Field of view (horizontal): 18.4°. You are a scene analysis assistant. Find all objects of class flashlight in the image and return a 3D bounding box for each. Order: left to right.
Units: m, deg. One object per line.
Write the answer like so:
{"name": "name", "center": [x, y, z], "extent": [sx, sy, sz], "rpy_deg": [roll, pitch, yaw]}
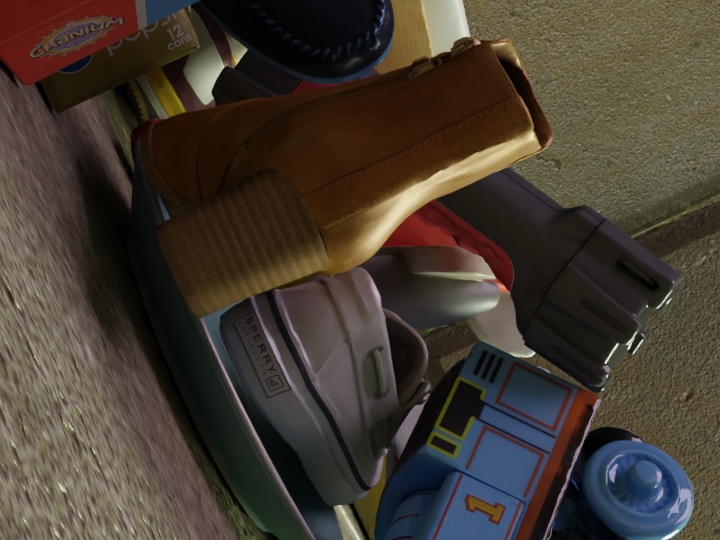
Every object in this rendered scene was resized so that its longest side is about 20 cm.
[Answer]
{"name": "flashlight", "center": [0.030, -0.026, 0.909], "extent": [0.200, 0.068, 0.068], "rpy_deg": [38, -10, 11]}

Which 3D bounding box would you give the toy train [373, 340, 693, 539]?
{"name": "toy train", "center": [0.052, 0.125, 0.853], "extent": [0.087, 0.114, 0.200], "rpy_deg": [110, 6, -47]}

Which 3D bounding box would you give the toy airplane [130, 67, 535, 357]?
{"name": "toy airplane", "center": [0.000, 0.000, 1.058], "extent": [0.199, 0.141, 0.200], "rpy_deg": [20, -10, 27]}

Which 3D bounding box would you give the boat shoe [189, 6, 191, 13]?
{"name": "boat shoe", "center": [-0.135, -0.196, 1.121], "extent": [0.065, 0.072, 0.200], "rpy_deg": [65, 7, -56]}

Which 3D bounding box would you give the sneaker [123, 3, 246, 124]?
{"name": "sneaker", "center": [-0.078, -0.109, 1.209], "extent": [0.200, 0.090, 0.075], "rpy_deg": [-85, 150, -86]}

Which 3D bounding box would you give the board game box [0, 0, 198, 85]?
{"name": "board game box", "center": [-0.096, -0.189, 0.813], "extent": [0.200, 0.153, 0.040], "rpy_deg": [65, 3, 18]}

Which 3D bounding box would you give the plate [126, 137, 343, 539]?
{"name": "plate", "center": [-0.056, 0.041, 0.909], "extent": [0.200, 0.026, 0.200], "rpy_deg": [-25, 90, -89]}

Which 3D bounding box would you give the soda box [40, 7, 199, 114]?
{"name": "soda box", "center": [-0.117, -0.140, 0.928], "extent": [0.200, 0.064, 0.068], "rpy_deg": [-113, 177, -64]}

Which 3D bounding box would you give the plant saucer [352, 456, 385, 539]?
{"name": "plant saucer", "center": [0.011, 0.119, 1.438], "extent": [0.200, 0.048, 0.200], "rpy_deg": [-97, 162, -82]}

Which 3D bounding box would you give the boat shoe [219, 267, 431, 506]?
{"name": "boat shoe", "center": [-0.001, 0.049, 0.911], "extent": [0.200, 0.067, 0.074], "rpy_deg": [57, 8, -76]}

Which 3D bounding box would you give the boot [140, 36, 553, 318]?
{"name": "boot", "center": [-0.004, -0.043, 0.824], "extent": [0.201, 0.144, 0.071], "rpy_deg": [-116, -179, -76]}

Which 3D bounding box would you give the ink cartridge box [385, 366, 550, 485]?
{"name": "ink cartridge box", "center": [0.068, 0.166, 1.019], "extent": [0.200, 0.085, 0.145], "rpy_deg": [92, -19, -45]}

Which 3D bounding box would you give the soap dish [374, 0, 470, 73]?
{"name": "soap dish", "center": [0.008, -0.115, 1.165], "extent": [0.157, 0.081, 0.200], "rpy_deg": [-110, -176, -48]}

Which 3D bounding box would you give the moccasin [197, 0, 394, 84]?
{"name": "moccasin", "center": [-0.057, -0.160, 0.867], "extent": [0.200, 0.080, 0.068], "rpy_deg": [52, -15, 14]}
